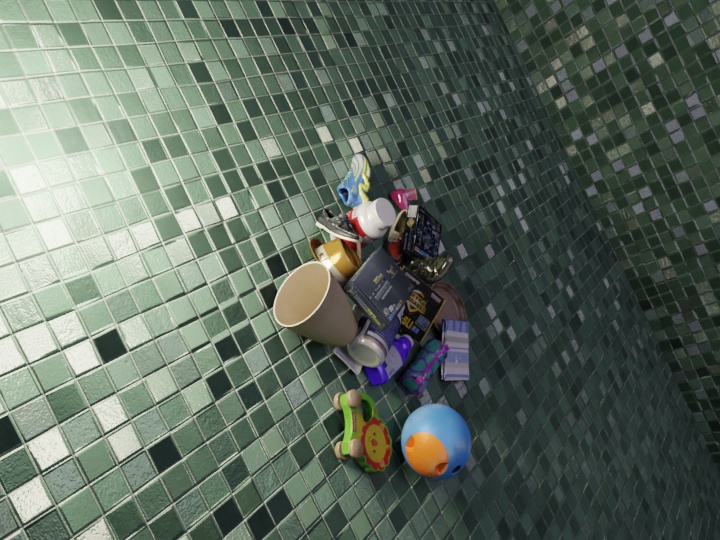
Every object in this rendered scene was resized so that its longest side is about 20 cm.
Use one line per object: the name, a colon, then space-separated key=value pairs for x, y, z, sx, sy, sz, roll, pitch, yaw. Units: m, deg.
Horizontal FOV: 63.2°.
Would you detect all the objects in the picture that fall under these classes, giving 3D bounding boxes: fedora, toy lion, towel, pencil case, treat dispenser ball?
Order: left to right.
fedora: x=-0.059 y=-0.030 z=1.639 sx=0.201 sy=0.081 sz=0.201 roll=50 pitch=10 yaw=-12
toy lion: x=0.016 y=0.436 z=1.579 sx=0.190 sy=0.068 sz=0.205 roll=22 pitch=56 yaw=-45
pencil case: x=0.197 y=0.296 z=1.796 sx=0.086 sy=0.092 sz=0.200 roll=55 pitch=42 yaw=-9
treat dispenser ball: x=0.212 y=0.479 z=1.644 sx=0.198 sy=0.199 sz=0.206 roll=21 pitch=57 yaw=-36
towel: x=0.318 y=0.265 z=1.950 sx=0.145 sy=0.023 sz=0.206 roll=11 pitch=77 yaw=-43

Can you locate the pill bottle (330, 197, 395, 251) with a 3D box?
pill bottle: x=0.008 y=-0.133 z=1.727 sx=0.111 sy=0.198 sz=0.115 roll=21 pitch=57 yaw=-36

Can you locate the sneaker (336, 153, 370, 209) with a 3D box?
sneaker: x=-0.023 y=-0.287 z=1.860 sx=0.103 sy=0.075 sz=0.205 roll=11 pitch=65 yaw=-40

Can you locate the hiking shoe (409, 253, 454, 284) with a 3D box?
hiking shoe: x=0.205 y=-0.007 z=1.866 sx=0.101 sy=0.198 sz=0.076 roll=48 pitch=30 yaw=-14

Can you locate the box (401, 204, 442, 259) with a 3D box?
box: x=0.208 y=-0.110 z=1.957 sx=0.199 sy=0.045 sz=0.163 roll=28 pitch=68 yaw=-56

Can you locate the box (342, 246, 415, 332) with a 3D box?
box: x=0.055 y=0.047 z=1.604 sx=0.158 sy=0.051 sz=0.200 roll=48 pitch=39 yaw=-5

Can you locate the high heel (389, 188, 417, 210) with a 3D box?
high heel: x=0.158 y=-0.181 z=2.028 sx=0.067 sy=0.094 sz=0.206 roll=30 pitch=51 yaw=-88

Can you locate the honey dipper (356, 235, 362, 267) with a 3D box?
honey dipper: x=0.000 y=0.000 z=1.691 sx=0.038 sy=0.037 sz=0.206 roll=-12 pitch=102 yaw=-46

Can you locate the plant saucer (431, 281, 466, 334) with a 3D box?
plant saucer: x=0.290 y=0.139 z=2.007 sx=0.198 sy=0.032 sz=0.205 roll=22 pitch=58 yaw=-38

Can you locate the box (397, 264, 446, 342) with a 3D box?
box: x=0.152 y=0.104 z=1.818 sx=0.199 sy=0.049 sz=0.161 roll=37 pitch=83 yaw=-27

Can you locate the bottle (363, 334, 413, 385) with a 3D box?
bottle: x=0.089 y=0.256 z=1.726 sx=0.199 sy=0.065 sz=0.085 roll=-37 pitch=100 yaw=-47

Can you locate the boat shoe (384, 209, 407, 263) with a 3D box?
boat shoe: x=0.126 y=-0.111 z=1.923 sx=0.070 sy=0.063 sz=0.203 roll=22 pitch=52 yaw=-9

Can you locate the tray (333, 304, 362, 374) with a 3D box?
tray: x=-0.013 y=0.191 z=1.686 sx=0.107 sy=0.022 sz=0.202 roll=46 pitch=45 yaw=-21

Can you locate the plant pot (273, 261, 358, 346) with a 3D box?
plant pot: x=-0.098 y=0.113 z=1.545 sx=0.200 sy=0.184 sz=0.191 roll=45 pitch=44 yaw=-39

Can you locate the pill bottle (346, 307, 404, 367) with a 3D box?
pill bottle: x=0.049 y=0.161 z=1.652 sx=0.116 sy=0.115 sz=0.202 roll=45 pitch=50 yaw=-19

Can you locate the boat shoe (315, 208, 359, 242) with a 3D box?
boat shoe: x=-0.059 y=-0.132 z=1.663 sx=0.073 sy=0.199 sz=0.068 roll=16 pitch=99 yaw=-32
